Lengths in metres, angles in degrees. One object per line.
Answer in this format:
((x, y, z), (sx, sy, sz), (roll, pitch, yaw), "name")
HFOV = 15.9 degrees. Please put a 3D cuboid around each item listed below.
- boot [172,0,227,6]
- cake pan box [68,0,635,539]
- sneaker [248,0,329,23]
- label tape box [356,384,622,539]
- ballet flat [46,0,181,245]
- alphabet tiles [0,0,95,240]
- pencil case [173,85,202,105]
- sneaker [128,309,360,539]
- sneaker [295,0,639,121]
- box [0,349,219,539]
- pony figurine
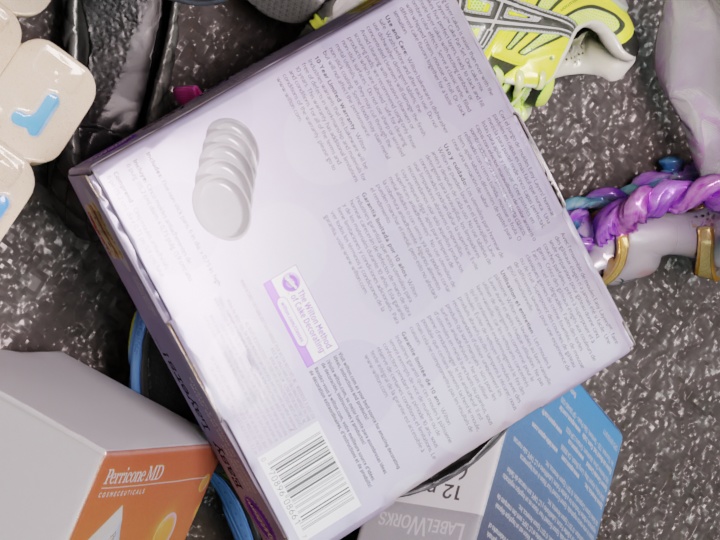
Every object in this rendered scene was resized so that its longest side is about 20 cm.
((-0.095, -0.200, 1.033), (0.200, 0.168, 0.076), (44, 115, -1), "boot")
((0.000, 0.000, 1.107), (0.184, 0.052, 0.201), (-32, 100, -15), "cake pan box")
((-0.042, -0.217, 1.155), (0.080, 0.070, 0.202), (-34, 113, -43), "sneaker")
((0.053, 0.139, 1.210), (0.143, 0.066, 0.201), (48, 56, -56), "label tape box")
((-0.102, -0.111, 1.141), (0.066, 0.057, 0.202), (-1, 100, -28), "ballet flat")
((-0.213, -0.098, 1.077), (0.200, 0.015, 0.196), (36, 72, -16), "alphabet tiles")
((-0.002, -0.026, 1.200), (0.199, 0.088, 0.089), (11, 95, -31), "pencil case")
((-0.040, 0.077, 1.191), (0.200, 0.082, 0.071), (57, 39, -29), "sneaker")
((0.050, -0.106, 1.186), (0.199, 0.076, 0.077), (-23, 67, -32), "sneaker")
((-0.157, 0.144, 1.099), (0.201, 0.097, 0.124), (-67, 160, 7), "box")
((0.198, -0.039, 1.259), (0.198, 0.193, 0.168), (-2, 59, -20), "pony figurine")
